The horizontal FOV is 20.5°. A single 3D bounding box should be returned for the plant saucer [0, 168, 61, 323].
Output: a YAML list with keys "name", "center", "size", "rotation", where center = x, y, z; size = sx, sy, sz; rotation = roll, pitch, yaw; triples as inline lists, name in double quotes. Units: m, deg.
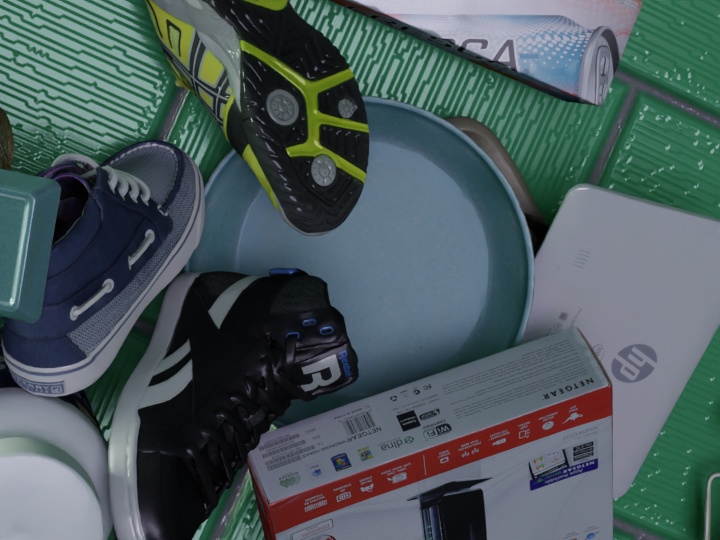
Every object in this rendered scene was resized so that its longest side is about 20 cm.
- name: "plant saucer"
  center: [-0.243, -0.028, 0.948]
  size: [0.199, 0.019, 0.070]
  rotation: [12, 100, 8]

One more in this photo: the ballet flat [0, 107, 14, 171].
- name: "ballet flat"
  center: [-0.210, 0.004, 0.988]
  size: [0.070, 0.065, 0.201]
  rotation: [21, 101, 11]

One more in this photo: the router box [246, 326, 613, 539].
- name: "router box"
  center: [0.045, 0.135, 1.133]
  size: [0.199, 0.049, 0.180]
  rotation: [-19, 138, -9]

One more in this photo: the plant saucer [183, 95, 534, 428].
- name: "plant saucer"
  center: [0.000, 0.000, 1.138]
  size: [0.199, 0.036, 0.201]
  rotation: [1, 97, 6]

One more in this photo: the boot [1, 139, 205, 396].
- name: "boot"
  center: [-0.132, -0.030, 1.042]
  size: [0.073, 0.200, 0.091]
  rotation: [8, 129, 10]

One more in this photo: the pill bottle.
- name: "pill bottle"
  center: [-0.187, 0.107, 1.046]
  size: [0.111, 0.200, 0.111]
  rotation: [-3, 102, -14]

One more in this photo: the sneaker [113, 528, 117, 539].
- name: "sneaker"
  center: [-0.137, 0.212, 1.142]
  size: [0.091, 0.078, 0.201]
  rotation: [-8, 98, -7]

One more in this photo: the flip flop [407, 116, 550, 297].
- name: "flip flop"
  center: [0.098, -0.003, 1.168]
  size: [0.081, 0.058, 0.200]
  rotation: [-35, 106, -6]

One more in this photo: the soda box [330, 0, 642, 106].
- name: "soda box"
  center: [0.054, -0.161, 1.135]
  size: [0.200, 0.064, 0.069]
  rotation: [21, 93, -14]

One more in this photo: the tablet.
- name: "tablet"
  center: [0.140, 0.047, 1.162]
  size: [0.130, 0.014, 0.200]
  rotation: [13, 120, -20]

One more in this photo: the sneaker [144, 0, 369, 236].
- name: "sneaker"
  center: [-0.061, -0.110, 1.095]
  size: [0.075, 0.076, 0.200]
  rotation: [-21, 84, -35]

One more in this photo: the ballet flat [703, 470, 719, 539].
- name: "ballet flat"
  center: [0.251, 0.121, 1.223]
  size: [0.067, 0.067, 0.201]
  rotation: [18, 96, 7]

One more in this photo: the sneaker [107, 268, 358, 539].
- name: "sneaker"
  center: [-0.059, 0.066, 1.036]
  size: [0.112, 0.200, 0.073]
  rotation: [-7, 131, 15]
